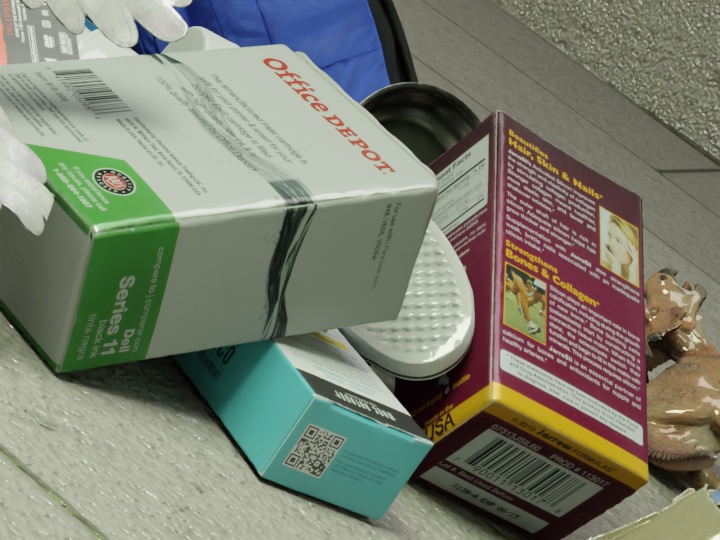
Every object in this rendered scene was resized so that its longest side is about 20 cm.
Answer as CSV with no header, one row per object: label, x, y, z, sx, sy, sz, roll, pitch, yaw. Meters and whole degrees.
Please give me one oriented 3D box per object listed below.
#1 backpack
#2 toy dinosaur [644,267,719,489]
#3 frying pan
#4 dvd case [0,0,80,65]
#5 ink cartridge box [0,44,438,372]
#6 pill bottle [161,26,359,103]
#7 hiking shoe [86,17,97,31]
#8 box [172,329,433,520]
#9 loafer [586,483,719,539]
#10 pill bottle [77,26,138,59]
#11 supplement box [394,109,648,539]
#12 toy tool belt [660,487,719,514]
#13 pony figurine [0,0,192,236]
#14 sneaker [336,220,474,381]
backpack,-0.051,-0.124,1.775,0.163,0.167,0.200,-104,171,-70
toy dinosaur,0.208,0.089,1.853,0.135,0.086,0.200,26,28,6
frying pan,0.045,-0.015,1.607,0.031,0.115,0.190,-8,-70,58
dvd case,-0.240,-0.151,1.387,0.199,0.022,0.146,5,52,-24
ink cartridge box,-0.085,-0.035,1.351,0.200,0.083,0.147,-8,37,-36
pill bottle,-0.035,-0.053,1.650,0.200,0.114,0.114,30,13,-24
hiking shoe,-0.169,-0.148,1.717,0.074,0.087,0.200,32,12,-14
box,-0.048,0.040,1.408,0.082,0.049,0.200,25,16,-38
loafer,0.157,0.141,1.360,0.199,0.068,0.076,-9,35,-25
pill bottle,-0.218,-0.134,1.475,0.200,0.112,0.112,36,12,4
supplement box,0.086,0.030,1.520,0.110,0.086,0.200,29,44,-27
toy tool belt,0.229,0.175,1.459,0.125,0.123,0.200,26,15,-34
pony figurine,-0.192,-0.126,1.240,0.200,0.167,0.193,-7,-45,39
sneaker,0.000,0.000,1.501,0.200,0.078,0.080,52,-17,39
